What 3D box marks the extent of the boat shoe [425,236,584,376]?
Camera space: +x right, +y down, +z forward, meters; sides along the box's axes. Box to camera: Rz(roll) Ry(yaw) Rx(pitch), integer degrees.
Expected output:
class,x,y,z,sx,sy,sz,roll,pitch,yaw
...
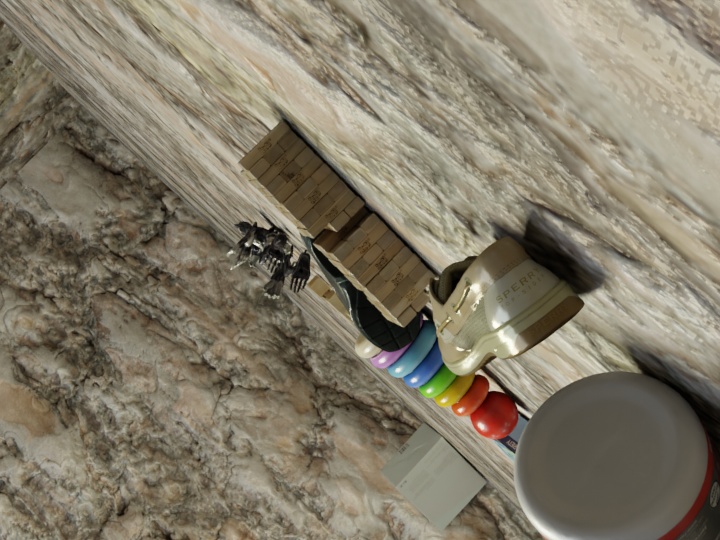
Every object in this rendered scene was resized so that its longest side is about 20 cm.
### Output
class,x,y,z,sx,sy,sz,roll,pitch,yaw
boat shoe,0.078,0.019,0.646,0.065,0.072,0.200,52,172,3

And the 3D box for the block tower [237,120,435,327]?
class,x,y,z,sx,sy,sz,roll,pitch,yaw
block tower,-0.020,-0.040,0.905,0.200,0.054,0.058,46,173,-13

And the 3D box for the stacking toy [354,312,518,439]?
class,x,y,z,sx,sy,sz,roll,pitch,yaw
stacking toy,0.094,0.115,1.154,0.200,0.085,0.085,38,174,-9

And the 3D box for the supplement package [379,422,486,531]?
class,x,y,z,sx,sy,sz,roll,pitch,yaw
supplement package,0.202,0.576,2.898,0.200,0.191,0.147,46,174,-18

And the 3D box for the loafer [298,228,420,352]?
class,x,y,z,sx,sy,sz,roll,pitch,yaw
loafer,0.000,0.000,1.017,0.072,0.073,0.200,49,171,52

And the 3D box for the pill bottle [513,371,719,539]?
class,x,y,z,sx,sy,sz,roll,pitch,yaw
pill bottle,0.186,0.160,0.657,0.116,0.116,0.200,36,171,48

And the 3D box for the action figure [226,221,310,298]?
class,x,y,z,sx,sy,sz,roll,pitch,yaw
action figure,-0.151,-0.020,1.645,0.119,0.102,0.200,34,176,-23

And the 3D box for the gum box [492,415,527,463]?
class,x,y,z,sx,sy,sz,roll,pitch,yaw
gum box,0.255,0.263,1.212,0.200,0.045,0.170,47,173,-33

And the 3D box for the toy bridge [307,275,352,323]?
class,x,y,z,sx,sy,sz,roll,pitch,yaw
toy bridge,-0.026,0.059,1.703,0.067,0.027,0.200,44,174,-26
